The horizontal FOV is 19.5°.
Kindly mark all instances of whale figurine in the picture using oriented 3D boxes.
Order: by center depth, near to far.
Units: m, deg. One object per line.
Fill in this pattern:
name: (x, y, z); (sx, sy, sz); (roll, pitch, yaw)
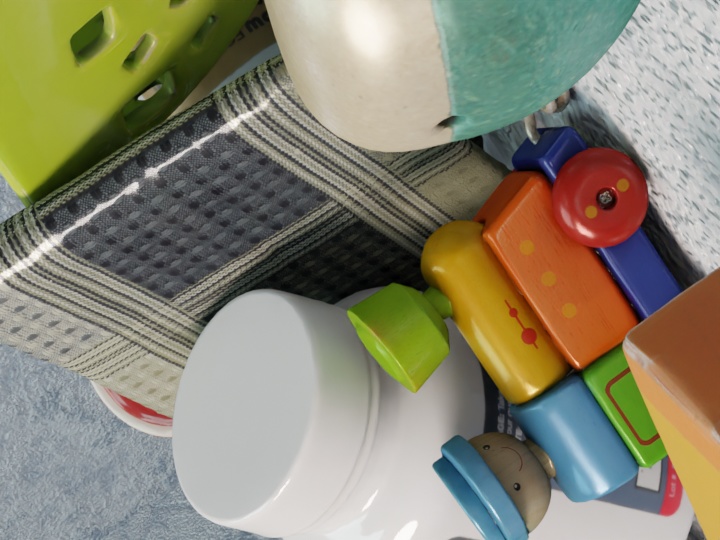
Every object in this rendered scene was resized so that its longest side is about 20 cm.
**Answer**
whale figurine: (0.014, -0.132, 0.512); (0.159, 0.103, 0.201); (76, -178, -75)

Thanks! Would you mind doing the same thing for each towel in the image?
towel: (-0.041, -0.011, 0.820); (0.200, 0.192, 0.035); (34, -151, -57)

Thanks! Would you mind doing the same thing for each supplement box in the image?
supplement box: (0.149, 0.082, 0.648); (0.067, 0.069, 0.201); (48, 169, 48)

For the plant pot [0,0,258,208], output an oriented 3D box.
plant pot: (-0.114, -0.172, 0.744); (0.200, 0.181, 0.199); (52, 173, 22)

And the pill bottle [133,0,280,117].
pill bottle: (-0.056, -0.095, 1.009); (0.200, 0.114, 0.114); (53, 173, 16)

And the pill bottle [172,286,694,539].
pill bottle: (0.030, 0.072, 0.842); (0.199, 0.120, 0.120); (17, -160, -39)

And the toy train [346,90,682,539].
toy train: (0.042, -0.005, 0.745); (0.201, 0.115, 0.085); (55, 173, -8)

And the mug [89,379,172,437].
mug: (-0.066, 0.017, 1.324); (0.200, 0.177, 0.134); (-31, -81, -63)

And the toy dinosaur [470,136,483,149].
toy dinosaur: (0.000, 0.000, 0.936); (0.201, 0.088, 0.048); (105, 150, -47)
